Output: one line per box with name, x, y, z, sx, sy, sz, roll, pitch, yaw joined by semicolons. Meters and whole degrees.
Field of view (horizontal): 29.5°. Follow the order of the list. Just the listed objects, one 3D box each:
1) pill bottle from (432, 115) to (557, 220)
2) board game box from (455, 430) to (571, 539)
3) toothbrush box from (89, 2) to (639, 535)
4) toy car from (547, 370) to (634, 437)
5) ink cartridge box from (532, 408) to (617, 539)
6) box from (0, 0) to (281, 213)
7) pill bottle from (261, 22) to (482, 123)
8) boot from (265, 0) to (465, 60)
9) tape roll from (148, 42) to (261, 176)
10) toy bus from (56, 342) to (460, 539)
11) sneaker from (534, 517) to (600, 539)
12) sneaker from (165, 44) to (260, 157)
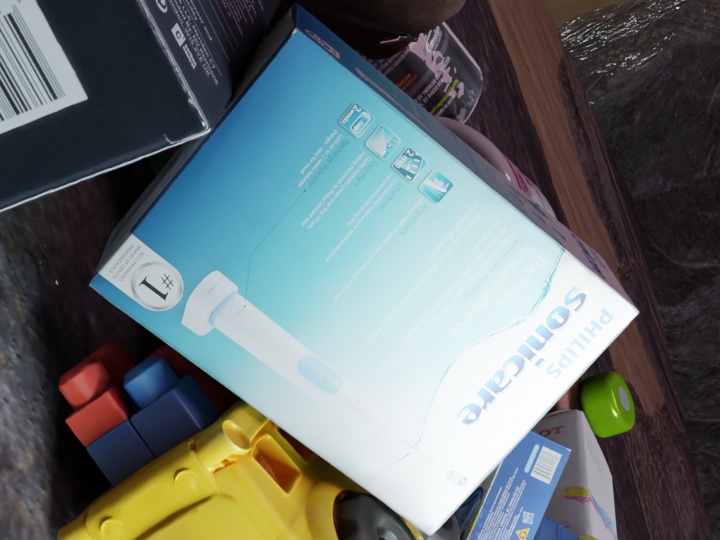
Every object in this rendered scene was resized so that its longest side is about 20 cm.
pill bottle;0.057;-0.016;0.804;0.200;0.113;0.114;22;51;-72
board game box;0.047;0.182;0.766;0.135;0.034;0.201;141;-26;-81
toothbrush box;0.002;0.000;0.628;0.200;0.147;0.085;37;13;-12
toy car;0.113;0.098;1.154;0.200;0.164;0.158;1;71;-62
ink cartridge box;0.120;0.214;1.051;0.200;0.145;0.088;-83;150;-55
box;-0.133;-0.120;0.616;0.200;0.148;0.107;-76;144;-60
pill bottle;-0.011;-0.171;0.927;0.200;0.106;0.106;47;28;-32
boot;-0.002;-0.188;0.765;0.166;0.200;0.073;12;67;-35
tape roll;-0.077;-0.075;0.912;0.200;0.048;0.201;-19;90;-73
toy bus;-0.061;0.109;0.671;0.192;0.136;0.200;55;16;0
sneaker;0.078;0.235;0.913;0.105;0.200;0.076;39;-26;54
sneaker;-0.079;-0.106;0.776;0.200;0.087;0.074;47;-22;13
